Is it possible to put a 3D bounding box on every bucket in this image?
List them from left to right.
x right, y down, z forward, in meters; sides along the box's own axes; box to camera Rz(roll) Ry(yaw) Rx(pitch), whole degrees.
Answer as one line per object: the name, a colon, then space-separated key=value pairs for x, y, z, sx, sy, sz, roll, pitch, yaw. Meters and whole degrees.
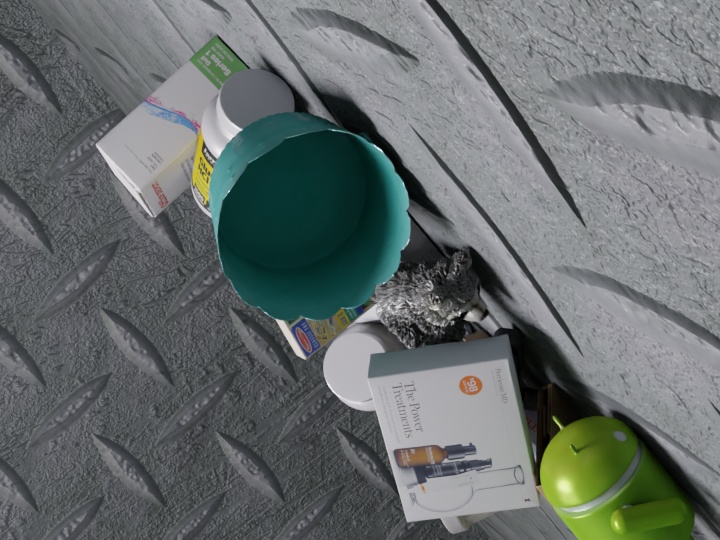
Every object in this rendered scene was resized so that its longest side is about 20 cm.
bucket: x=-0.059 y=-0.061 z=1.435 sx=0.207 sy=0.207 sz=0.135 roll=50 pitch=-178 yaw=-24

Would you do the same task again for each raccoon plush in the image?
raccoon plush: x=0.040 y=0.019 z=1.474 sx=0.199 sy=0.097 sz=0.134 roll=9 pitch=159 yaw=12

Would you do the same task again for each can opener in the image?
can opener: x=0.187 y=0.120 z=1.613 sx=0.067 sy=0.054 sz=0.200 roll=12 pitch=163 yaw=12

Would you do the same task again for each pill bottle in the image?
pill bottle: x=-0.133 y=-0.143 z=1.623 sx=0.112 sy=0.112 sz=0.200 roll=46 pitch=154 yaw=12
pill bottle: x=0.022 y=0.122 z=1.792 sx=0.112 sy=0.112 sz=0.200 roll=45 pitch=-171 yaw=13

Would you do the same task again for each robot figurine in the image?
robot figurine: x=0.264 y=0.234 z=1.446 sx=0.200 sy=0.116 sz=0.176 roll=50 pitch=-176 yaw=-17

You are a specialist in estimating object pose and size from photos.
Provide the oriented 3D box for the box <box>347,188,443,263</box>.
box: x=0.056 y=-0.025 z=1.568 sx=0.200 sy=0.041 sz=0.039 roll=48 pitch=174 yaw=-14

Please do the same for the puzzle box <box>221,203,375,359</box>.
puzzle box: x=-0.061 y=-0.018 z=1.560 sx=0.025 sy=0.133 sz=0.200 roll=21 pitch=145 yaw=58

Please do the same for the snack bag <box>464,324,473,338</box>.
snack bag: x=0.103 y=0.067 z=1.869 sx=0.189 sy=0.021 sz=0.200 roll=44 pitch=172 yaw=31

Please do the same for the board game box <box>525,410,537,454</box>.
board game box: x=0.186 y=0.190 z=1.857 sx=0.199 sy=0.041 sz=0.200 roll=37 pitch=171 yaw=8

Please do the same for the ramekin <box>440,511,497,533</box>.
ramekin: x=0.123 y=0.200 z=1.664 sx=0.200 sy=0.105 sz=0.201 roll=-22 pitch=-90 yaw=-83

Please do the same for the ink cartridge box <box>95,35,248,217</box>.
ink cartridge box: x=-0.218 y=-0.174 z=1.730 sx=0.084 sy=0.200 sz=0.145 roll=46 pitch=172 yaw=8

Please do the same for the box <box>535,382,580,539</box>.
box: x=0.258 y=0.248 z=1.579 sx=0.200 sy=0.021 sz=0.164 roll=51 pitch=-153 yaw=-25

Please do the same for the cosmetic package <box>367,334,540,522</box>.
cosmetic package: x=0.102 y=0.171 z=1.498 sx=0.052 sy=0.150 sz=0.201 roll=-84 pitch=-19 yaw=-59

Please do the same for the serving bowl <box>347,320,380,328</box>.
serving bowl: x=-0.008 y=0.014 z=1.961 sx=0.200 sy=0.066 sz=0.201 roll=156 pitch=90 yaw=-85

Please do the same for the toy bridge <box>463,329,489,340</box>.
toy bridge: x=0.074 y=0.048 z=1.738 sx=0.200 sy=0.067 sz=0.027 roll=44 pitch=142 yaw=35

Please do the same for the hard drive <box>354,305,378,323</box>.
hard drive: x=0.000 y=0.000 z=1.676 sx=0.132 sy=0.026 sz=0.200 roll=54 pitch=154 yaw=-12
